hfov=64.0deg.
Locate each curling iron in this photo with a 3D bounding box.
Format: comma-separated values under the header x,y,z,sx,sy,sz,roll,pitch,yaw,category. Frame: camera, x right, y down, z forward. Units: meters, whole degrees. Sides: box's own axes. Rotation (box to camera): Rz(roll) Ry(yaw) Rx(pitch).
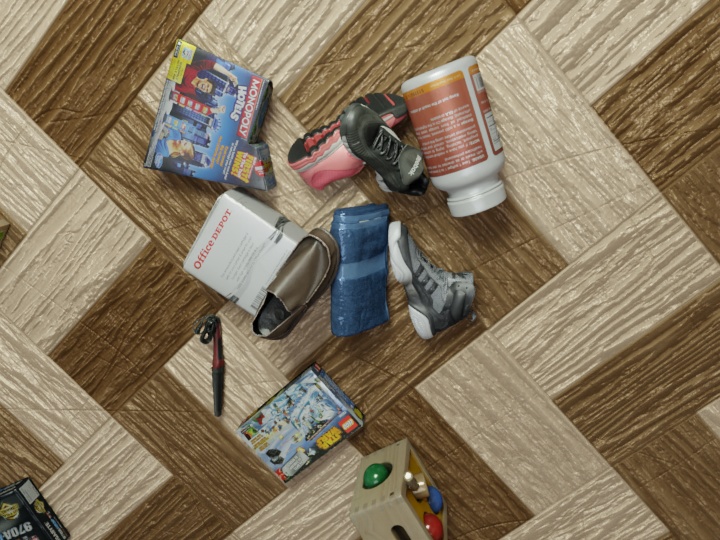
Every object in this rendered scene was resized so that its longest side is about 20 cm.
x,y,z,sx,sy,sz,roll,pitch,yaw,category
-0.265,0.170,1.030,0.049,0.025,0.203,-13,114,-27,curling iron

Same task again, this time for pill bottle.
x,y,z,sx,sy,sz,roll,pitch,yaw,category
0.138,-0.185,0.815,0.111,0.112,0.202,-17,104,13,pill bottle

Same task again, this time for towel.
x,y,z,sx,sy,sz,roll,pitch,yaw,category
0.000,0.000,0.896,0.048,0.111,0.203,17,113,40,towel

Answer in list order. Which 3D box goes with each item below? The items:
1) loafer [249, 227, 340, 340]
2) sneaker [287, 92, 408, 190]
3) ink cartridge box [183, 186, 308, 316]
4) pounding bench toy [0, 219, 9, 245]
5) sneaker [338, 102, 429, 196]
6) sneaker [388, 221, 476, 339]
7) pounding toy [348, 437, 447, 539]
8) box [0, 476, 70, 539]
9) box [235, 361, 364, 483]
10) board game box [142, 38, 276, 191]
x,y,z,sx,sy,sz,roll,pitch,yaw,category
-0.097,0.030,0.843,0.073,0.071,0.201,35,110,12,loafer
-0.010,-0.193,0.870,0.198,0.074,0.087,-28,133,8,sneaker
-0.159,-0.016,0.926,0.199,0.086,0.147,34,109,-2,ink cartridge box
-0.743,-0.033,0.987,0.155,0.124,0.201,34,109,-3,pounding bench toy
0.043,-0.160,0.794,0.090,0.200,0.067,25,82,32,sneaker
0.117,0.005,0.901,0.112,0.076,0.202,-16,110,12,sneaker
0.075,0.388,0.967,0.141,0.184,0.202,-27,102,15,pounding toy
-0.735,0.538,1.207,0.198,0.046,0.161,-24,103,14,box
-0.108,0.275,1.035,0.199,0.040,0.137,-40,97,17,box
-0.208,-0.214,0.884,0.198,0.062,0.202,24,109,-1,board game box
